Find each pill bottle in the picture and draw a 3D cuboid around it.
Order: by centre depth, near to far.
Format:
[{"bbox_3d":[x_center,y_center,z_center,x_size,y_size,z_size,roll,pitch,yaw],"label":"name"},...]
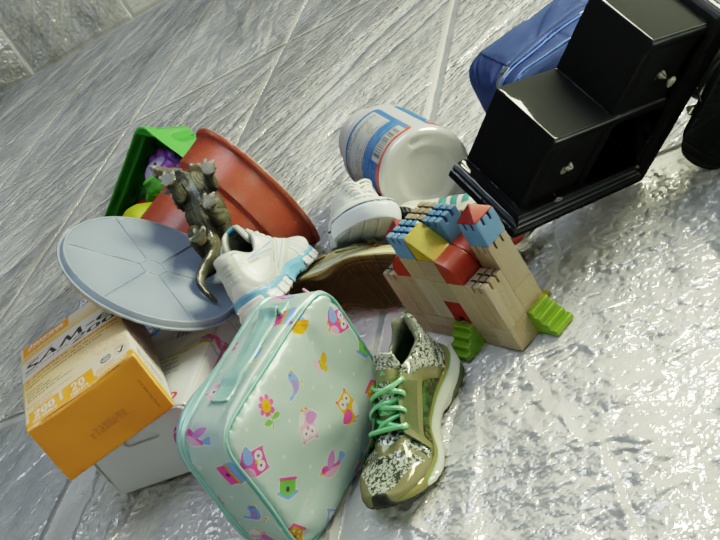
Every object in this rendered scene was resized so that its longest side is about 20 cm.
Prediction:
[{"bbox_3d":[0.043,-0.135,1.342,0.112,0.112,0.200,-36,25,-4],"label":"pill bottle"}]

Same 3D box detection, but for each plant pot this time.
[{"bbox_3d":[-0.186,-0.031,1.362,0.195,0.201,0.200,-49,28,-11],"label":"plant pot"}]

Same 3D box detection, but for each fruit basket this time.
[{"bbox_3d":[-0.275,-0.073,1.510,0.216,0.155,0.216,-50,-10,-13],"label":"fruit basket"}]

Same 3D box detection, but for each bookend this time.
[{"bbox_3d":[0.206,-0.156,1.009,0.198,0.201,0.092,-22,58,-37],"label":"bookend"}]

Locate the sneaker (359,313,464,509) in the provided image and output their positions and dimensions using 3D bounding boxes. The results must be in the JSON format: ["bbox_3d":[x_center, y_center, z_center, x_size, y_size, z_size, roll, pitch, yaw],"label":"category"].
[{"bbox_3d":[0.027,0.114,0.959,0.077,0.089,0.200,-20,30,27],"label":"sneaker"}]

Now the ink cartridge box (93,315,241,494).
[{"bbox_3d":[-0.194,0.126,1.204,0.144,0.085,0.200,-22,27,25],"label":"ink cartridge box"}]

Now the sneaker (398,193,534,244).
[{"bbox_3d":[0.111,-0.046,1.182,0.093,0.071,0.199,-17,9,-25],"label":"sneaker"}]

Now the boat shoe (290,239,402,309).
[{"bbox_3d":[0.000,0.000,1.202,0.199,0.074,0.066,-12,32,40],"label":"boat shoe"}]

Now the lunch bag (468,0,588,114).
[{"bbox_3d":[0.222,-0.201,1.215,0.200,0.136,0.132,-38,26,-6],"label":"lunch bag"}]

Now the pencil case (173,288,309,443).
[{"bbox_3d":[-0.093,0.114,1.089,0.090,0.094,0.200,24,59,29],"label":"pencil case"}]

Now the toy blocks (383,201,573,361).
[{"bbox_3d":[0.083,-0.003,1.039,0.100,0.137,0.200,-46,28,-22],"label":"toy blocks"}]

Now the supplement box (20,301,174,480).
[{"bbox_3d":[-0.272,0.107,1.146,0.126,0.074,0.200,-36,25,-4],"label":"supplement box"}]

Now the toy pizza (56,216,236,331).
[{"bbox_3d":[-0.223,0.008,1.190,0.201,0.199,0.032,-93,25,-61],"label":"toy pizza"}]

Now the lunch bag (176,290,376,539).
[{"bbox_3d":[-0.064,0.120,0.974,0.077,0.161,0.200,-10,35,39],"label":"lunch bag"}]

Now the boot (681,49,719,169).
[{"bbox_3d":[0.362,-0.202,1.034,0.163,0.073,0.199,-65,2,-38],"label":"boot"}]

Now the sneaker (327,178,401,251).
[{"bbox_3d":[-0.004,-0.065,1.233,0.073,0.071,0.200,-4,-6,-14],"label":"sneaker"}]

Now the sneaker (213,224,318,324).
[{"bbox_3d":[-0.104,-0.017,1.199,0.075,0.087,0.200,-35,7,15],"label":"sneaker"}]

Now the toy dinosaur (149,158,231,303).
[{"bbox_3d":[-0.166,-0.056,1.220,0.077,0.102,0.201,-28,68,-1],"label":"toy dinosaur"}]
